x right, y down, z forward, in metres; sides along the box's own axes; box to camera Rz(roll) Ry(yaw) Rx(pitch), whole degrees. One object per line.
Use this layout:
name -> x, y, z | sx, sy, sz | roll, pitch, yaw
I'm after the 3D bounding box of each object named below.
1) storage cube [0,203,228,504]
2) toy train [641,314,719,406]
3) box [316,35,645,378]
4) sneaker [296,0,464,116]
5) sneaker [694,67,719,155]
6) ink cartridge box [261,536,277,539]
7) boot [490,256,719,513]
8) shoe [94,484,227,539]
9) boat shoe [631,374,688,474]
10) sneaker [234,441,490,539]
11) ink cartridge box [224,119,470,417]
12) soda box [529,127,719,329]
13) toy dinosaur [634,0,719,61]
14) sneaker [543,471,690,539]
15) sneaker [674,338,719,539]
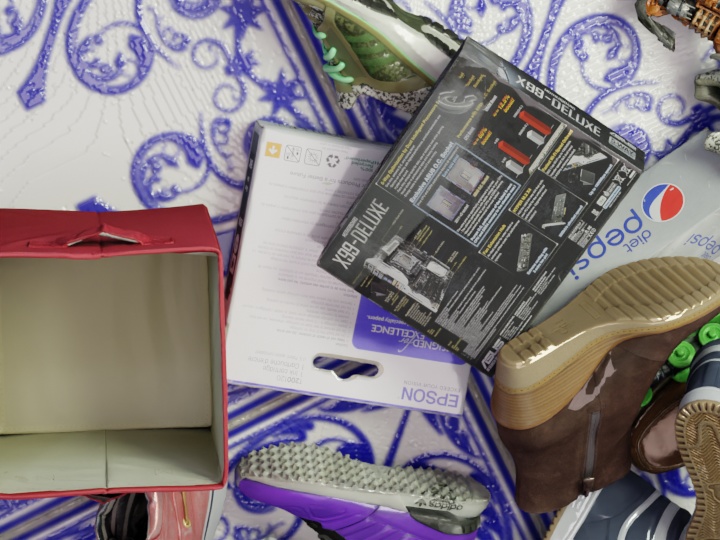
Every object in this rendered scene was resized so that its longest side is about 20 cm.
storage cube -> -0.188, 0.054, 1.632 | 0.171, 0.180, 0.200 | -2, 103, -7
toy train -> 0.250, 0.054, 1.754 | 0.200, 0.042, 0.056 | -30, 62, -5
box -> 0.086, -0.044, 1.634 | 0.158, 0.050, 0.200 | 32, 112, -4
sneaker -> -0.003, -0.161, 1.658 | 0.200, 0.077, 0.089 | 32, 110, -11
sneaker -> 0.301, -0.085, 1.662 | 0.089, 0.200, 0.077 | -13, 137, -4
ink cartridge box -> -0.029, 0.324, 1.756 | 0.200, 0.057, 0.163 | 31, 105, 6
boot -> 0.191, 0.085, 1.686 | 0.200, 0.072, 0.166 | -23, 134, -10
shoe -> -0.163, 0.233, 1.717 | 0.091, 0.071, 0.200 | 0, 103, -52
boat shoe -> 0.297, 0.098, 1.763 | 0.200, 0.068, 0.072 | -34, 106, 2
sneaker -> -0.005, 0.199, 1.750 | 0.200, 0.070, 0.100 | 11, 108, -8
ink cartridge box -> 0.000, 0.000, 1.714 | 0.198, 0.043, 0.200 | 10, 100, -9
soda box -> 0.208, -0.017, 1.713 | 0.200, 0.068, 0.063 | -36, 146, 2
toy dinosaur -> 0.246, -0.242, 1.660 | 0.136, 0.102, 0.200 | -40, 106, 11
sneaker -> 0.184, 0.254, 1.764 | 0.108, 0.070, 0.200 | 28, 97, 12
sneaker -> 0.283, 0.145, 1.710 | 0.070, 0.109, 0.200 | -1, 127, 19
